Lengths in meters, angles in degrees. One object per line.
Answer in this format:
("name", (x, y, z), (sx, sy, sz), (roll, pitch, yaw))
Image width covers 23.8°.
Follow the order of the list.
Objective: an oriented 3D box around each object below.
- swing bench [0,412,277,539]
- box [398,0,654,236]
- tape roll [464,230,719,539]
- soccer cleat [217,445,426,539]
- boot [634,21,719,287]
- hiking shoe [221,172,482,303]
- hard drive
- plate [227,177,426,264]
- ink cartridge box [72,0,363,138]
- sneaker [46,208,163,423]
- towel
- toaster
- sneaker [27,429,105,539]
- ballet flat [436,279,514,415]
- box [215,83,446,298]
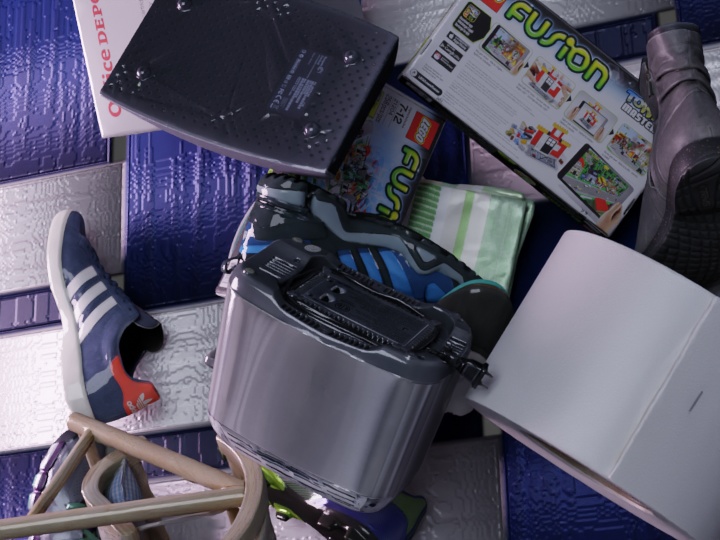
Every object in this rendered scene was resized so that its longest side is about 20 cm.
("swing bench", (-0.128, 0.224, 1.241), (0.198, 0.200, 0.130), (3, 37, 23))
("box", (0.140, -0.129, 1.300), (0.200, 0.035, 0.110), (38, 87, -5))
("tape roll", (0.191, 0.083, 1.176), (0.202, 0.203, 0.140), (30, 84, 28))
("soccer cleat", (-0.034, 0.158, 1.332), (0.200, 0.065, 0.084), (32, 56, 32))
("boot", (0.230, -0.077, 1.238), (0.069, 0.201, 0.133), (-3, 58, -9))
("hiking shoe", (0.000, 0.000, 1.271), (0.199, 0.074, 0.087), (24, 94, -14))
("hard drive", (-0.080, -0.143, 1.268), (0.199, 0.042, 0.136), (20, 70, 22))
("plate", (-0.015, -0.001, 1.390), (0.199, 0.026, 0.202), (-7, 70, 20))
("ink cartridge box", (-0.113, -0.203, 1.407), (0.198, 0.145, 0.149), (-5, 102, 21))
("sneaker", (-0.211, 0.034, 1.439), (0.084, 0.075, 0.201), (-13, 65, 1))
("towel", (0.027, -0.003, 1.348), (0.199, 0.023, 0.154), (10, 77, 23))
("toaster", (-0.012, 0.076, 1.177), (0.199, 0.114, 0.130), (25, 115, 14))
("sneaker", (-0.223, 0.229, 1.364), (0.087, 0.074, 0.202), (12, 86, 37))
("ballet flat", (0.056, 0.084, 1.256), (0.068, 0.200, 0.069), (19, 53, -14))
("box", (-0.021, -0.051, 1.311), (0.035, 0.110, 0.201), (7, 73, 65))
